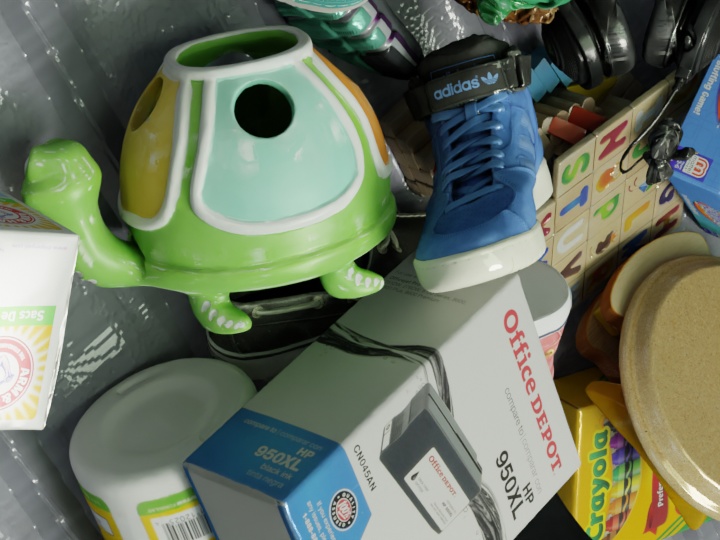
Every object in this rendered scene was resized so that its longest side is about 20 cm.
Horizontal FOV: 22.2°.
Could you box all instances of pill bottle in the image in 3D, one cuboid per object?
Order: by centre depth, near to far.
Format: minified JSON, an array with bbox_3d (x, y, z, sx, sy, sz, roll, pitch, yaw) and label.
[{"bbox_3d":[-0.083,0.161,1.057,0.111,0.111,0.201,-33,124,-23],"label":"pill bottle"}]

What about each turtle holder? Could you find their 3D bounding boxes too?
[{"bbox_3d":[-0.076,-0.055,0.983,0.184,0.141,0.133,-3,115,10],"label":"turtle holder"}]

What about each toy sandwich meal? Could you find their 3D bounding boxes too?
[{"bbox_3d":[0.230,0.078,1.234,0.204,0.070,0.207,12,66,-29],"label":"toy sandwich meal"}]

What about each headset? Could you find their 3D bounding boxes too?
[{"bbox_3d":[0.167,-0.150,1.098,0.094,0.122,0.202,73,13,-72],"label":"headset"}]

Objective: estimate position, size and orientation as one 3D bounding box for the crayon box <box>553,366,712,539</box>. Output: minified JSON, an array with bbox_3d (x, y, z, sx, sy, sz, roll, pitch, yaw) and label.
[{"bbox_3d":[0.185,0.131,1.292,0.199,0.051,0.128,-14,115,-33],"label":"crayon box"}]

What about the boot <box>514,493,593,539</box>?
[{"bbox_3d":[0.063,0.203,1.130,0.204,0.154,0.073,-50,142,15],"label":"boot"}]

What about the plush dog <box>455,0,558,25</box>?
[{"bbox_3d":[0.089,-0.240,1.049,0.171,0.161,0.201,-36,111,0],"label":"plush dog"}]

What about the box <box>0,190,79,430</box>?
[{"bbox_3d":[-0.250,0.011,0.875,0.199,0.112,0.102,3,105,-39],"label":"box"}]

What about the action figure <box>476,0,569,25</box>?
[{"bbox_3d":[0.117,-0.202,0.965,0.118,0.055,0.200,31,130,-12],"label":"action figure"}]

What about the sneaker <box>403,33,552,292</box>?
[{"bbox_3d":[0.059,-0.066,0.999,0.200,0.076,0.112,-54,128,-66],"label":"sneaker"}]

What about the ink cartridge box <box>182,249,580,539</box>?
[{"bbox_3d":[0.018,0.106,1.005,0.200,0.084,0.145,-42,127,-31],"label":"ink cartridge box"}]

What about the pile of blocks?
[{"bbox_3d":[0.109,-0.100,1.142,0.199,0.062,0.083,-20,117,-31],"label":"pile of blocks"}]

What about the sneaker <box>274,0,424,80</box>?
[{"bbox_3d":[-0.020,-0.183,1.008,0.200,0.074,0.088,35,79,-39],"label":"sneaker"}]

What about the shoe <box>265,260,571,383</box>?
[{"bbox_3d":[0.036,0.061,1.138,0.198,0.072,0.091,-15,138,-16],"label":"shoe"}]

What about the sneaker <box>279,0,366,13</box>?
[{"bbox_3d":[-0.063,-0.208,0.901,0.200,0.080,0.072,40,67,-8],"label":"sneaker"}]

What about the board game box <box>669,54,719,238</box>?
[{"bbox_3d":[0.263,-0.104,1.213,0.153,0.045,0.200,-65,160,-1],"label":"board game box"}]

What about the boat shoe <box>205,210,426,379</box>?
[{"bbox_3d":[0.000,0.000,1.080,0.199,0.071,0.064,-25,139,-27],"label":"boat shoe"}]

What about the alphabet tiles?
[{"bbox_3d":[0.171,-0.049,1.201,0.199,0.006,0.167,-36,148,-23],"label":"alphabet tiles"}]
